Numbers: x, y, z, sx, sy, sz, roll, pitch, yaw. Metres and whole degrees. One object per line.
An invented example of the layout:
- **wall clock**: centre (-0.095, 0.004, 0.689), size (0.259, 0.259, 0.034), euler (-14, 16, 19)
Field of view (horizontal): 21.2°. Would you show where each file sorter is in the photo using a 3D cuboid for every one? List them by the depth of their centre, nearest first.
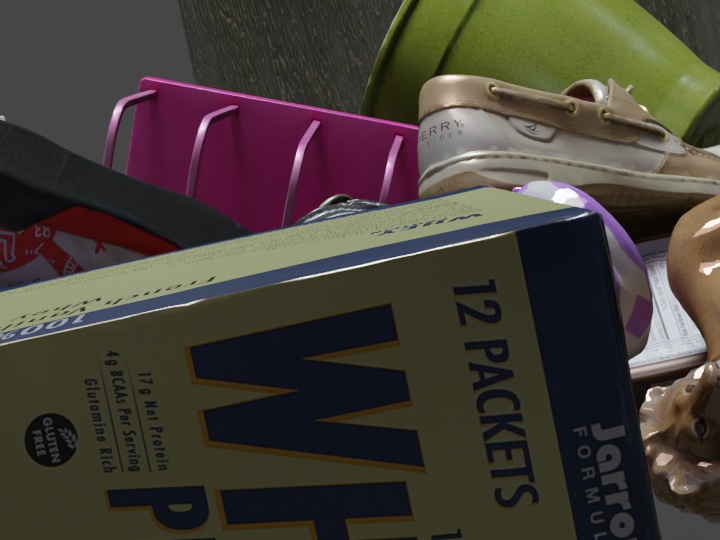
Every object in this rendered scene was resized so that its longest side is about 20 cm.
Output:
- **file sorter**: centre (-0.037, -0.011, 1.004), size (0.198, 0.140, 0.125), euler (10, 10, 2)

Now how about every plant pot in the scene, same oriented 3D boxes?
- **plant pot**: centre (0.132, -0.104, 1.245), size (0.192, 0.202, 0.200), euler (30, 21, 18)

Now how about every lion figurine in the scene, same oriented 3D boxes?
- **lion figurine**: centre (0.153, 0.017, 0.724), size (0.122, 0.073, 0.200), euler (-18, 25, 8)

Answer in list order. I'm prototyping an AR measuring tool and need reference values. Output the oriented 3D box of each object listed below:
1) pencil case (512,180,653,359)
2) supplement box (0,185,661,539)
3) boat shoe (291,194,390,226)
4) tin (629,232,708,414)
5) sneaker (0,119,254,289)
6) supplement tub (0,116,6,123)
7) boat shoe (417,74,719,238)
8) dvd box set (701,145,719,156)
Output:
- **pencil case**: centre (0.018, 0.039, 0.711), size (0.199, 0.084, 0.085), euler (-32, 56, -24)
- **supplement box**: centre (-0.031, 0.064, 0.539), size (0.198, 0.135, 0.200), euler (-13, 5, -4)
- **boat shoe**: centre (0.000, 0.000, 0.820), size (0.068, 0.057, 0.200), euler (-34, -17, 7)
- **tin**: centre (0.143, 0.023, 0.815), size (0.198, 0.042, 0.112), euler (-12, 26, 4)
- **sneaker**: centre (-0.112, 0.018, 0.824), size (0.201, 0.108, 0.067), euler (26, 23, -35)
- **supplement tub**: centre (-0.232, 0.025, 1.057), size (0.143, 0.202, 0.144), euler (-12, 6, 1)
- **boat shoe**: centre (0.104, -0.053, 0.863), size (0.199, 0.070, 0.073), euler (4, -21, -43)
- **dvd box set**: centre (0.146, 0.002, 0.935), size (0.145, 0.030, 0.200), euler (-12, 28, 2)
